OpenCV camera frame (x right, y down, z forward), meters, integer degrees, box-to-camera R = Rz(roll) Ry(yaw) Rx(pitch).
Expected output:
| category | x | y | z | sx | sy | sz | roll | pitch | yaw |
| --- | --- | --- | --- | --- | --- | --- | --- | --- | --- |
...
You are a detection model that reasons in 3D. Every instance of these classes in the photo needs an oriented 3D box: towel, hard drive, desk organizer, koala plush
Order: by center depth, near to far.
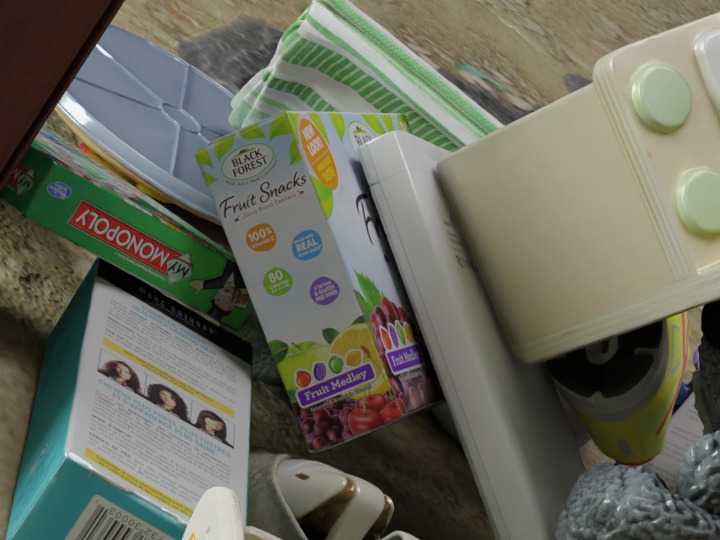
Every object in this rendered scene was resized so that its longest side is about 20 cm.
| category | x | y | z | sx | sy | sz | roll | pitch | yaw |
| --- | --- | --- | --- | --- | --- | --- | --- | --- | --- |
| desk organizer | -0.173 | -0.084 | 1.114 | 0.077 | 0.200 | 0.072 | 11 | 31 | -50 |
| koala plush | 0.200 | 0.072 | 1.205 | 0.184 | 0.177 | 0.200 | 38 | 24 | -16 |
| hard drive | 0.059 | 0.040 | 1.259 | 0.200 | 0.027 | 0.132 | 70 | 15 | 11 |
| towel | 0.010 | -0.067 | 1.434 | 0.152 | 0.023 | 0.200 | 37 | -20 | -3 |

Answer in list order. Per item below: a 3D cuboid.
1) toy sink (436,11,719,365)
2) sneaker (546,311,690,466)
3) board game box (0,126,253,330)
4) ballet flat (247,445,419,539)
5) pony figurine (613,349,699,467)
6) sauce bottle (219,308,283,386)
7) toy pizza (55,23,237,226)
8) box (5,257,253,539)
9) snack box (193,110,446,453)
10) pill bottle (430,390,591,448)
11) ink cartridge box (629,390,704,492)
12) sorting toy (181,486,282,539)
| category | x | y | z | sx | sy | sz | roll | pitch | yaw |
| --- | --- | --- | --- | --- | --- | --- | --- | --- | --- |
| toy sink | 0.148 | -0.048 | 1.193 | 0.130 | 0.200 | 0.112 | -22 | 89 | -32 |
| sneaker | 0.128 | 0.013 | 1.364 | 0.200 | 0.078 | 0.090 | -77 | 153 | -43 |
| board game box | -0.145 | -0.045 | 1.248 | 0.134 | 0.029 | 0.200 | 31 | 1 | -41 |
| ballet flat | -0.001 | 0.123 | 1.140 | 0.067 | 0.062 | 0.200 | 23 | 21 | -38 |
| pony figurine | 0.217 | 0.108 | 1.448 | 0.166 | 0.200 | 0.193 | 35 | 31 | -27 |
| sauce bottle | -0.013 | 0.013 | 1.406 | 0.065 | 0.065 | 0.200 | 39 | 15 | 8 |
| toy pizza | -0.106 | -0.072 | 1.496 | 0.200 | 0.032 | 0.200 | 32 | 18 | -12 |
| box | -0.091 | 0.068 | 1.125 | 0.082 | 0.049 | 0.200 | 31 | 18 | -13 |
| snack box | 0.000 | 0.000 | 1.264 | 0.143 | 0.053 | 0.200 | 67 | 15 | 3 |
| pill bottle | 0.109 | 0.032 | 1.504 | 0.114 | 0.114 | 0.200 | 39 | 18 | 9 |
| ink cartridge box | 0.201 | 0.120 | 1.301 | 0.162 | 0.200 | 0.050 | 23 | -25 | 45 |
| sorting toy | 0.009 | 0.199 | 0.918 | 0.200 | 0.107 | 0.180 | 30 | 26 | -25 |
